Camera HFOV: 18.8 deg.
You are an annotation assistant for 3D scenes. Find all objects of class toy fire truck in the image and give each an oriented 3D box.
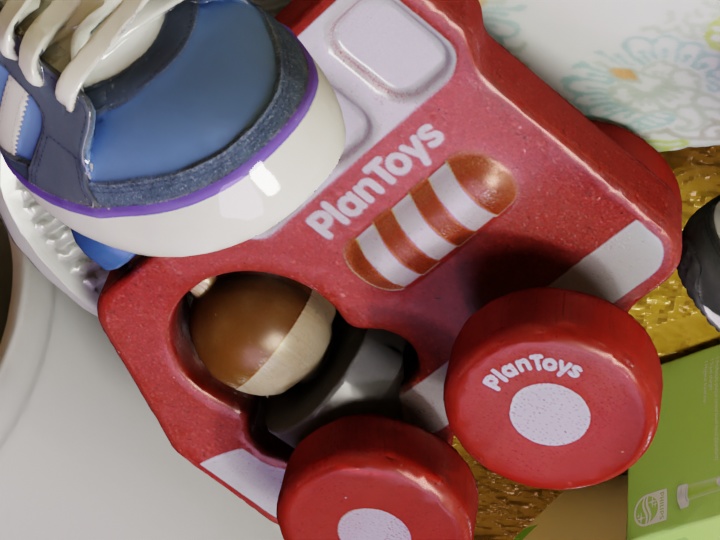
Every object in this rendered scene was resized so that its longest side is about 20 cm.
[{"bbox_3d":[0.000,0.000,0.698,0.168,0.112,0.200,39,127,-18],"label":"toy fire truck"}]

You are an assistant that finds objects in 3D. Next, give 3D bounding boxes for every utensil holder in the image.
[{"bbox_3d":[-0.139,0.065,0.872,0.169,0.171,0.200,-13,149,29],"label":"utensil holder"}]

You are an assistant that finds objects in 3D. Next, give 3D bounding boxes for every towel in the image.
[{"bbox_3d":[0.037,-0.093,0.685,0.199,0.048,0.171,-3,152,15],"label":"towel"}]

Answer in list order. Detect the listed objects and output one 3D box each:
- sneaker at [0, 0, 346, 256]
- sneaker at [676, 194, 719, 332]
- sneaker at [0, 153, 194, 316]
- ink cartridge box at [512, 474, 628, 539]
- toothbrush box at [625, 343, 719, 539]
[{"bbox_3d":[-0.101,-0.092,0.599,0.200,0.081,0.147,31,162,48],"label":"sneaker"},{"bbox_3d":[0.200,-0.020,0.746,0.199,0.074,0.080,-7,147,-20],"label":"sneaker"},{"bbox_3d":[-0.066,-0.015,0.780,0.200,0.079,0.079,36,-179,-41],"label":"sneaker"},{"bbox_3d":[0.128,0.210,0.997,0.084,0.201,0.145,-7,-167,30],"label":"ink cartridge box"},{"bbox_3d":[0.232,0.080,0.913,0.145,0.086,0.200,30,143,-35],"label":"toothbrush box"}]
